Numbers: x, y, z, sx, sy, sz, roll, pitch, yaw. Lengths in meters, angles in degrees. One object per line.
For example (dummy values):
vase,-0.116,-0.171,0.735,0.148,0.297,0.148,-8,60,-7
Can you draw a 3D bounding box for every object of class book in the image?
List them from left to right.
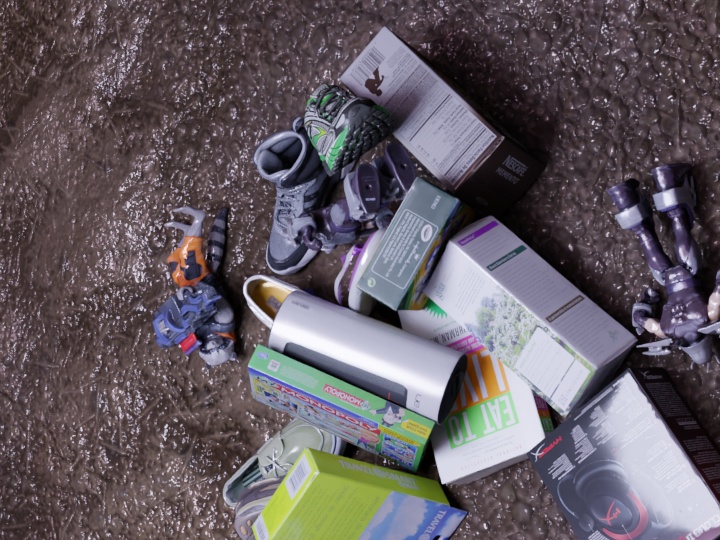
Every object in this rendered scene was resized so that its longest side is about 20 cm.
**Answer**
book,0.125,0.111,1.615,0.133,0.048,0.200,-27,68,33

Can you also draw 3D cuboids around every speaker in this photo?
speaker,0.009,0.089,1.588,0.200,0.081,0.081,21,101,15

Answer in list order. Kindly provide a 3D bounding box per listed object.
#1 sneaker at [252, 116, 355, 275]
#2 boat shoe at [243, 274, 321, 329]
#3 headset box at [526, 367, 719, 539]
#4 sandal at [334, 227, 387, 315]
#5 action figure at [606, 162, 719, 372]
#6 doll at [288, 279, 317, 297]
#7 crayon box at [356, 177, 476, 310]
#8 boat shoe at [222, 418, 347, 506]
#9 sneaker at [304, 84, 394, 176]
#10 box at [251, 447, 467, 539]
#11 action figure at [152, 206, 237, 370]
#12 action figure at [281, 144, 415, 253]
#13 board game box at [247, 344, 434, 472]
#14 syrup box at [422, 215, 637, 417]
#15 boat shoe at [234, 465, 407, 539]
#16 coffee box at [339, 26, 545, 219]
sneaker,-0.083,-0.089,1.737,0.075,0.114,0.200,36,109,34
boat shoe,-0.047,0.065,1.681,0.200,0.070,0.071,36,88,17
headset box,0.277,0.216,1.467,0.149,0.075,0.200,-45,62,28
sandal,-0.004,0.006,1.628,0.050,0.203,0.083,27,71,7
action figure,0.307,0.001,1.461,0.130,0.069,0.200,-20,80,28
doll,-0.040,0.114,1.736,0.136,0.048,0.200,-43,70,24
crayon box,0.063,-0.024,1.576,0.052,0.200,0.126,30,94,9
boat shoe,-0.086,0.222,1.737,0.072,0.062,0.200,56,132,13
sneaker,-0.025,-0.151,1.571,0.078,0.200,0.085,-36,94,-11
box,0.000,0.265,1.623,0.122,0.200,0.048,-56,34,22
action figure,-0.182,0.020,1.822,0.200,0.104,0.194,-21,79,61
action figure,-0.010,-0.060,1.636,0.070,0.130,0.200,68,154,13
board game box,-0.022,0.147,1.612,0.200,0.135,0.029,24,72,7
syrup box,0.167,0.044,1.521,0.200,0.081,0.079,42,134,19
boat shoe,-0.043,0.241,1.673,0.073,0.199,0.075,-108,11,-51
coffee box,0.086,-0.155,1.602,0.080,0.113,0.200,-49,61,10
